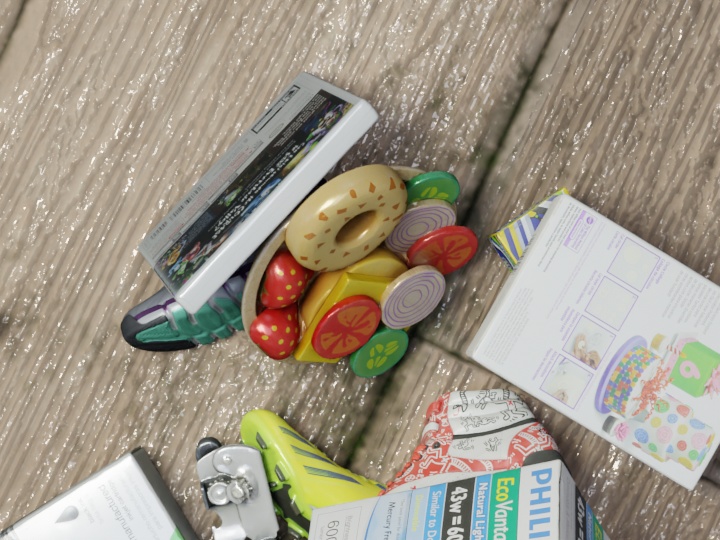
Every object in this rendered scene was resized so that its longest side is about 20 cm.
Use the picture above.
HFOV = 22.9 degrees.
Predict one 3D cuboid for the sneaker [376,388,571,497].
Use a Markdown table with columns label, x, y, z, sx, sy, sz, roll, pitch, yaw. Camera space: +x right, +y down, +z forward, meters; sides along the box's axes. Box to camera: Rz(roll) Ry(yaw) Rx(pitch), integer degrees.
| label | x | y | z | sx | sy | sz | roll | pitch | yaw |
| --- | --- | --- | --- | --- | --- | --- | --- | --- | --- |
| sneaker | 0.056 | 0.163 | 1.395 | 0.200 | 0.068 | 0.108 | -21 | 48 | -8 |

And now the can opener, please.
| label | x | y | z | sx | sy | sz | roll | pitch | yaw |
| --- | --- | --- | --- | --- | --- | --- | --- | --- | --- |
| can opener | -0.084 | 0.228 | 1.417 | 0.052 | 0.066 | 0.202 | -14 | 98 | 0 |

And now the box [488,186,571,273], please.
| label | x | y | z | sx | sy | sz | roll | pitch | yaw |
| --- | --- | --- | --- | --- | --- | --- | --- | --- | --- |
| box | 0.187 | 0.036 | 1.422 | 0.070 | 0.064 | 0.201 | -34 | 89 | -2 |

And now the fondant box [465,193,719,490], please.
| label | x | y | z | sx | sy | sz | roll | pitch | yaw |
| --- | --- | --- | --- | --- | --- | --- | --- | --- | --- |
| fondant box | 0.201 | 0.054 | 1.362 | 0.199 | 0.058 | 0.145 | 31 | 88 | 0 |

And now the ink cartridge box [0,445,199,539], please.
| label | x | y | z | sx | sy | sz | roll | pitch | yaw |
| --- | --- | --- | --- | --- | --- | --- | --- | --- | --- |
| ink cartridge box | -0.223 | 0.254 | 1.396 | 0.199 | 0.084 | 0.147 | -33 | 89 | -1 |

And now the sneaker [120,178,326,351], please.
| label | x | y | z | sx | sy | sz | roll | pitch | yaw |
| --- | --- | --- | --- | --- | --- | --- | --- | --- | --- |
| sneaker | -0.104 | -0.004 | 1.424 | 0.199 | 0.075 | 0.088 | -21 | 65 | -3 |

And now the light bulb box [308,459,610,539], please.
| label | x | y | z | sx | sy | sz | roll | pitch | yaw |
| --- | --- | --- | --- | --- | --- | --- | --- | --- | --- |
| light bulb box | 0.068 | 0.260 | 1.232 | 0.199 | 0.199 | 0.125 | -15 | 133 | 22 |

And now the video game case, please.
| label | x | y | z | sx | sy | sz | roll | pitch | yaw |
| --- | --- | --- | --- | --- | --- | --- | --- | --- | --- |
| video game case | -0.083 | -0.065 | 1.361 | 0.200 | 0.182 | 0.023 | -46 | 110 | -2 |

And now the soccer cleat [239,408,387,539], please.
| label | x | y | z | sx | sy | sz | roll | pitch | yaw |
| --- | --- | --- | --- | --- | --- | --- | --- | --- | --- |
| soccer cleat | -0.018 | 0.184 | 1.425 | 0.084 | 0.065 | 0.200 | -39 | 85 | -31 |

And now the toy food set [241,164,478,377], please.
| label | x | y | z | sx | sy | sz | roll | pitch | yaw |
| --- | --- | --- | --- | --- | --- | --- | --- | --- | --- |
| toy food set | 0.000 | 0.000 | 1.366 | 0.049 | 0.197 | 0.201 | 50 | 119 | 36 |
